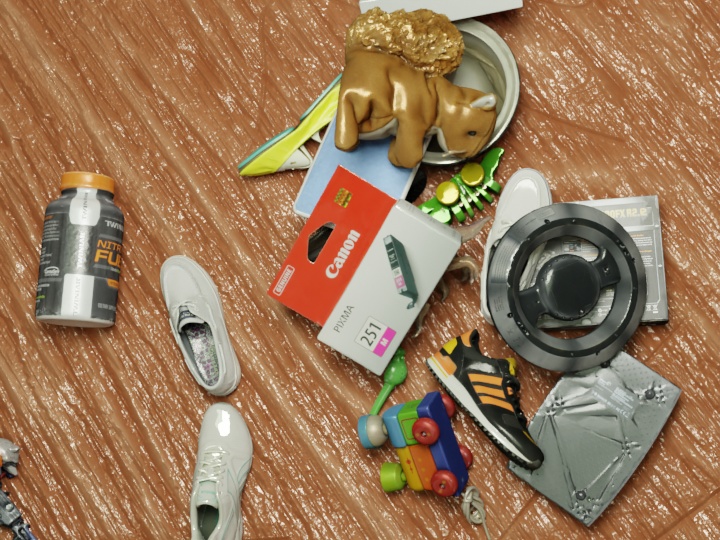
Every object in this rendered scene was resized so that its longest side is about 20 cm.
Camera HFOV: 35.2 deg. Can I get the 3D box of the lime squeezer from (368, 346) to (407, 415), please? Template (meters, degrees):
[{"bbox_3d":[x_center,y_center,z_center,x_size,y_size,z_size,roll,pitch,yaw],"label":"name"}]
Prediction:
[{"bbox_3d":[0.026,0.108,1.458,0.071,0.038,0.201,-15,77,40],"label":"lime squeezer"}]

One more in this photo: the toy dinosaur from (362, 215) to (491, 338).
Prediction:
[{"bbox_3d":[0.067,-0.014,1.415,0.136,0.086,0.200,44,113,-4],"label":"toy dinosaur"}]

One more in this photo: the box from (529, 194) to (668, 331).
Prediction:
[{"bbox_3d":[0.276,-0.006,1.416,0.199,0.048,0.159,-5,79,10],"label":"box"}]

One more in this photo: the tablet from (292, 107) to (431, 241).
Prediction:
[{"bbox_3d":[0.009,-0.140,1.422,0.130,0.014,0.200,20,77,14],"label":"tablet"}]

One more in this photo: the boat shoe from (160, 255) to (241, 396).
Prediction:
[{"bbox_3d":[-0.218,0.069,1.486,0.072,0.069,0.201,-19,78,7],"label":"boat shoe"}]

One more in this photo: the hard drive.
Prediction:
[{"bbox_3d":[0.284,0.194,1.384,0.135,0.042,0.200,34,89,14],"label":"hard drive"}]

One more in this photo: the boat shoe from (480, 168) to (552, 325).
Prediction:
[{"bbox_3d":[0.190,-0.031,1.379,0.073,0.065,0.201,8,83,13],"label":"boat shoe"}]

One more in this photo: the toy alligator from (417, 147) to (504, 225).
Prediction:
[{"bbox_3d":[0.115,-0.079,1.453,0.200,0.059,0.054,-38,76,3],"label":"toy alligator"}]

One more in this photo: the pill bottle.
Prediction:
[{"bbox_3d":[-0.372,-0.028,1.513,0.106,0.106,0.201,1,81,11],"label":"pill bottle"}]

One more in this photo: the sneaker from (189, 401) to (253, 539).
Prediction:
[{"bbox_3d":[-0.180,0.267,1.442,0.070,0.080,0.201,-2,79,12],"label":"sneaker"}]

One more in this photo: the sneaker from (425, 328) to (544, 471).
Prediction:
[{"bbox_3d":[0.168,0.151,1.382,0.090,0.070,0.200,-42,56,-3],"label":"sneaker"}]

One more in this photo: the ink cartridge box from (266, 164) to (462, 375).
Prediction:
[{"bbox_3d":[0.000,0.000,1.367,0.173,0.044,0.200,30,109,-1],"label":"ink cartridge box"}]

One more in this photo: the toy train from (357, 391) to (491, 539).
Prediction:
[{"bbox_3d":[0.077,0.256,1.403,0.115,0.085,0.200,-14,103,26],"label":"toy train"}]

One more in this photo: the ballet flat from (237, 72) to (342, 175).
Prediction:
[{"bbox_3d":[-0.071,-0.177,1.507,0.200,0.067,0.067,-42,97,0],"label":"ballet flat"}]

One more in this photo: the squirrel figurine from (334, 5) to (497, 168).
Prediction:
[{"bbox_3d":[0.072,-0.219,1.349,0.186,0.142,0.201,5,89,3],"label":"squirrel figurine"}]

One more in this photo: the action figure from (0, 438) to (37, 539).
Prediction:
[{"bbox_3d":[-0.512,0.300,1.477,0.200,0.105,0.194,38,61,10],"label":"action figure"}]

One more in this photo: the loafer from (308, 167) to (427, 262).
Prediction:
[{"bbox_3d":[-0.006,-0.077,1.476,0.200,0.073,0.071,-39,70,-6],"label":"loafer"}]

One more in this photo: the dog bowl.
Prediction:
[{"bbox_3d":[0.109,-0.225,1.472,0.200,0.074,0.201,-2,80,10],"label":"dog bowl"}]

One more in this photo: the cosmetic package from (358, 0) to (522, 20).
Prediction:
[{"bbox_3d":[0.103,-0.362,1.459,0.199,0.151,0.052,-9,119,10],"label":"cosmetic package"}]

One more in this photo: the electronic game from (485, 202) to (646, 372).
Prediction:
[{"bbox_3d":[0.245,0.020,1.344,0.199,0.042,0.201,0,90,-11],"label":"electronic game"}]
